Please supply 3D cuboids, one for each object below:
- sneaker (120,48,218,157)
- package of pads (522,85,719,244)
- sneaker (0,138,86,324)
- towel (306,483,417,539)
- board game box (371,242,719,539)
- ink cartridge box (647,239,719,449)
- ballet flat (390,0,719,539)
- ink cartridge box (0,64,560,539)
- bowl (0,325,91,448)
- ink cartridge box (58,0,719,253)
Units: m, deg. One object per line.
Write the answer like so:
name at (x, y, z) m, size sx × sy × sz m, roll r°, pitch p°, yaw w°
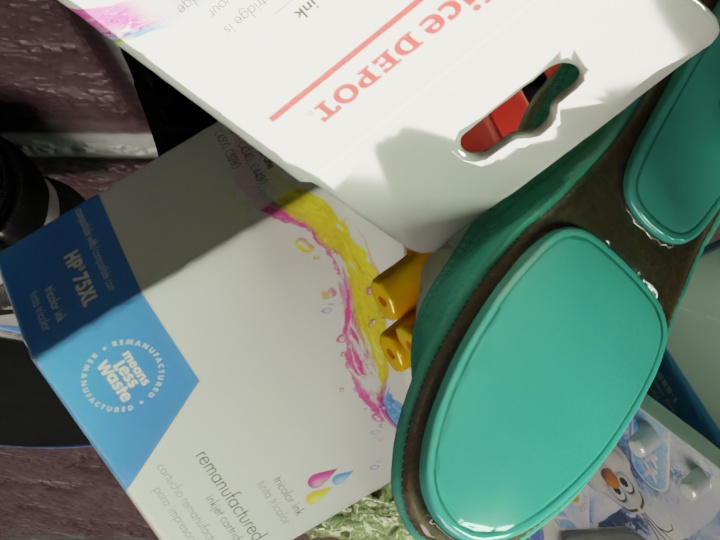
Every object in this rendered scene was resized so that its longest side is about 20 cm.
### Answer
sneaker at (-0.040, -0.034, 0.948) m, size 0.073 × 0.112 × 0.200 m, roll 1°, pitch 159°, yaw 13°
package of pads at (0.128, -0.007, 1.024) m, size 0.200 × 0.076 × 0.121 m, roll 6°, pitch 159°, yaw -1°
sneaker at (-0.208, -0.018, 1.094) m, size 0.200 × 0.073 × 0.112 m, roll -11°, pitch 152°, yaw 19°
towel at (0.060, 0.042, 1.081) m, size 0.200 × 0.149 × 0.037 m, roll 7°, pitch 147°, yaw -3°
board game box at (0.080, 0.110, 0.840) m, size 0.200 × 0.026 × 0.200 m, roll 38°, pitch 151°, yaw 32°
ink cartridge box at (0.103, 0.080, 0.899) m, size 0.068 × 0.115 × 0.200 m, roll -25°, pitch 165°, yaw -26°
ballet flat at (0.057, -0.007, 0.771) m, size 0.067 × 0.200 × 0.070 m, roll 44°, pitch 158°, yaw -28°
ink cartridge box at (0.000, 0.000, 0.905) m, size 0.200 × 0.067 × 0.116 m, roll -31°, pitch 125°, yaw 1°
bowl at (-0.178, 0.037, 1.285) m, size 0.200 × 0.039 × 0.201 m, roll 5°, pitch 160°, yaw 2°
ink cartridge box at (-0.016, -0.103, 0.702) m, size 0.117 × 0.067 × 0.200 m, roll -37°, pitch 122°, yaw 27°
